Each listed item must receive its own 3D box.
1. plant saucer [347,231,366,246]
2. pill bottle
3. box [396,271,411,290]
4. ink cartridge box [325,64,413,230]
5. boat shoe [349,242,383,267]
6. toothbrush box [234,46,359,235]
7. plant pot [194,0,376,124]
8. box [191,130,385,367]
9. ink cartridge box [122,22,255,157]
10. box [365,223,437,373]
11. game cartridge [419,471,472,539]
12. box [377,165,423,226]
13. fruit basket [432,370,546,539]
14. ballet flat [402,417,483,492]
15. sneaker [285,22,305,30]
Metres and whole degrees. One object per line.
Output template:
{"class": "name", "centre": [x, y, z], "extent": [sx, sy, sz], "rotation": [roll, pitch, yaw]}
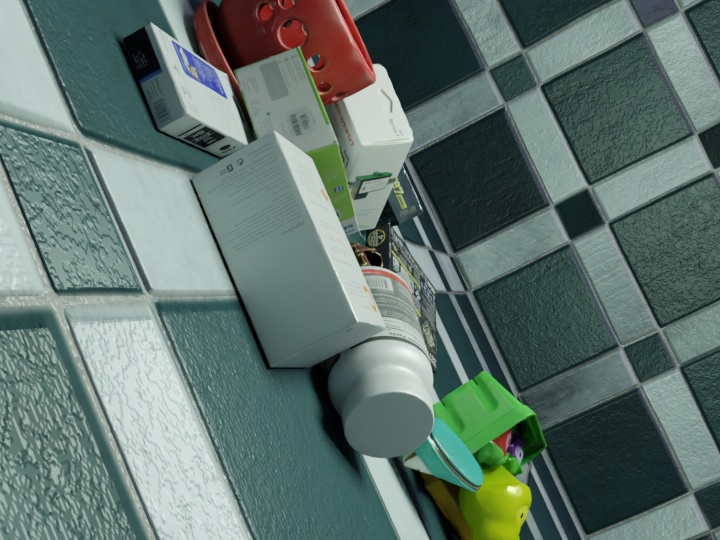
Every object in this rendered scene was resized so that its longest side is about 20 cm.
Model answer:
{"class": "plant saucer", "centre": [-0.008, -0.076, 1.531], "extent": [0.202, 0.036, 0.200], "rotation": [61, 10, -19]}
{"class": "pill bottle", "centre": [0.016, 0.097, 1.022], "extent": [0.116, 0.115, 0.201], "rotation": [56, 14, -35]}
{"class": "box", "centre": [0.062, 0.120, 1.254], "extent": [0.201, 0.041, 0.158], "rotation": [-96, 179, -59]}
{"class": "ink cartridge box", "centre": [-0.009, -0.173, 1.344], "extent": [0.201, 0.083, 0.147], "rotation": [113, -38, -52]}
{"class": "boat shoe", "centre": [0.000, 0.000, 1.303], "extent": [0.071, 0.070, 0.200], "rotation": [60, 10, -13]}
{"class": "toothbrush box", "centre": [-0.072, -0.138, 1.118], "extent": [0.201, 0.085, 0.147], "rotation": [77, -7, -62]}
{"class": "plant pot", "centre": [-0.097, -0.291, 1.196], "extent": [0.202, 0.181, 0.201], "rotation": [59, 12, -20]}
{"class": "box", "centre": [-0.067, -0.015, 0.925], "extent": [0.202, 0.097, 0.124], "rotation": [66, 10, 12]}
{"class": "ink cartridge box", "centre": [-0.169, -0.176, 0.967], "extent": [0.101, 0.039, 0.200], "rotation": [66, 12, 9]}
{"class": "box", "centre": [0.066, 0.049, 1.458], "extent": [0.200, 0.049, 0.163], "rotation": [51, 31, -49]}
{"class": "game cartridge", "centre": [0.125, 0.295, 1.340], "extent": [0.201, 0.032, 0.177], "rotation": [55, 14, -31]}
{"class": "box", "centre": [0.032, -0.152, 1.547], "extent": [0.159, 0.051, 0.200], "rotation": [64, -8, -3]}
{"class": "fruit basket", "centre": [0.182, 0.264, 1.241], "extent": [0.217, 0.155, 0.216], "rotation": [57, 1, -1]}
{"class": "ballet flat", "centre": [0.065, 0.195, 1.131], "extent": [0.201, 0.070, 0.067], "rotation": [52, 23, -4]}
{"class": "sneaker", "centre": [-0.108, -0.428, 1.658], "extent": [0.076, 0.113, 0.201], "rotation": [53, 15, -44]}
